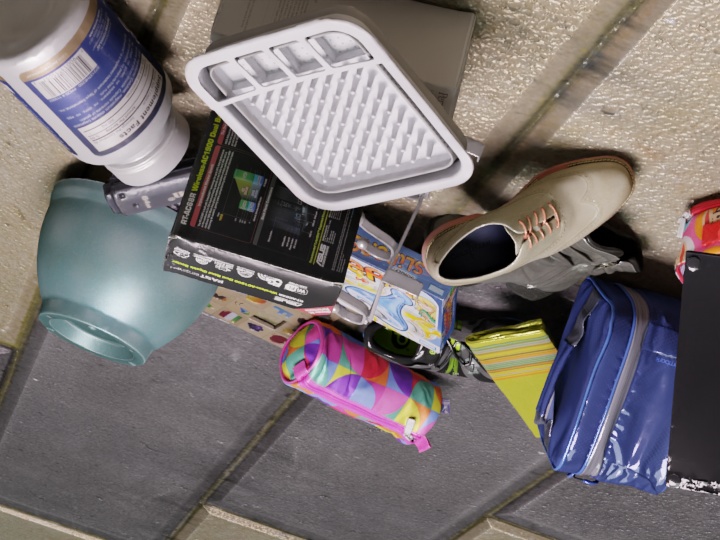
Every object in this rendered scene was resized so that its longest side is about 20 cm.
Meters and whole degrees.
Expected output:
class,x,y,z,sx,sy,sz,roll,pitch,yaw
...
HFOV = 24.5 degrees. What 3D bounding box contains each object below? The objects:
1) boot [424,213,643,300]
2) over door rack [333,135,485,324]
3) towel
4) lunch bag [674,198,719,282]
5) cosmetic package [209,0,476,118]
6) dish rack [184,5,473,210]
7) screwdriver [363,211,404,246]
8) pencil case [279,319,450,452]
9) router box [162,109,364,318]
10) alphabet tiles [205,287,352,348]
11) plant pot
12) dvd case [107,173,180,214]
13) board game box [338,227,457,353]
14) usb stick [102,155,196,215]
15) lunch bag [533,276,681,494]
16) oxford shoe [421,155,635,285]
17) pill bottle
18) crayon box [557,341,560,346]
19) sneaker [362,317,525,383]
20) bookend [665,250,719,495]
class,x,y,z,sx,sy,sz,roll,pitch,yaw
boot,0.162,-0.025,1.522,0.130,0.068,0.200,-18,159,41
over door rack,0.028,-0.039,1.451,0.066,0.148,0.200,26,165,-8
towel,0.184,0.114,1.713,0.086,0.018,0.200,-10,142,25
lunch bag,0.376,-0.014,1.437,0.199,0.082,0.176,-13,141,43
cosmetic package,-0.016,-0.169,1.344,0.199,0.085,0.108,14,149,4
dish rack,-0.019,-0.129,1.287,0.171,0.044,0.200,-11,139,33
screwdriver,-0.032,-0.072,1.599,0.029,0.028,0.200,-31,124,32
pencil case,0.005,0.129,1.873,0.200,0.089,0.088,29,149,-28
router box,-0.070,-0.072,1.418,0.149,0.201,0.062,17,148,-4
alphabet tiles,-0.106,0.025,1.825,0.167,0.008,0.200,27,149,-21
plant pot,-0.249,0.014,1.700,0.199,0.135,0.200,20,162,7
dvd case,-0.180,-0.062,1.648,0.148,0.016,0.200,26,161,-9
board game box,0.000,0.000,1.636,0.199,0.035,0.136,26,158,13
usb stick,-0.135,-0.089,1.524,0.199,0.033,0.055,-13,163,2
lunch bag,0.242,0.114,1.599,0.132,0.201,0.136,16,-166,-8
oxford shoe,0.150,-0.035,1.434,0.199,0.074,0.071,-28,102,5
pill bottle,-0.232,-0.162,1.433,0.111,0.111,0.200,-2,148,29
crayon box,0.306,0.115,1.740,0.199,0.052,0.126,21,152,-9
sneaker,0.094,0.081,1.740,0.199,0.071,0.083,5,-176,21
bookend,0.332,0.068,1.410,0.092,0.201,0.199,8,-165,22
